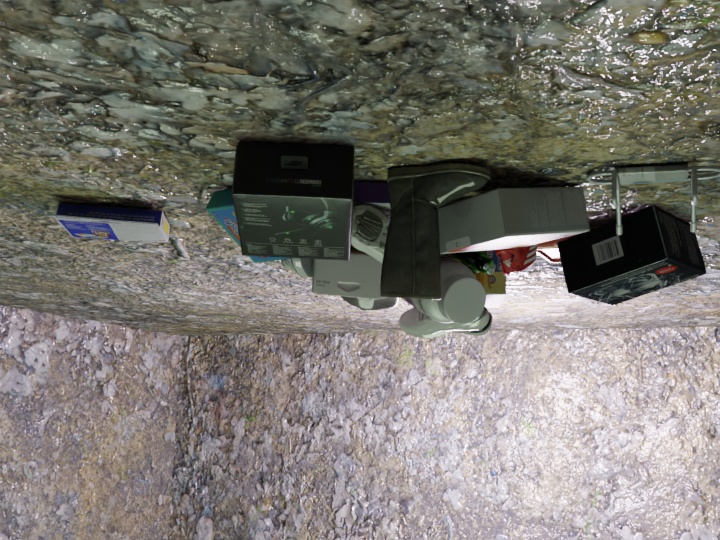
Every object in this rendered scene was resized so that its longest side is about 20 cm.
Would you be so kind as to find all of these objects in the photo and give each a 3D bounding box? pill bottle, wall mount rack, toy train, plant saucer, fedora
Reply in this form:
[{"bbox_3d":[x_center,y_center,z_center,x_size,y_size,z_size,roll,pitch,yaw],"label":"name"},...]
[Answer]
[{"bbox_3d":[0.143,0.030,1.616,0.111,0.113,0.200,6,-170,-23],"label":"pill bottle"},{"bbox_3d":[0.449,-0.109,1.374,0.198,0.075,0.174,-1,170,19],"label":"wall mount rack"},{"bbox_3d":[0.178,-0.042,1.667,0.056,0.042,0.200,29,-174,-43],"label":"toy train"},{"bbox_3d":[0.444,-0.049,1.838,0.198,0.037,0.200,-3,170,26],"label":"plant saucer"},{"bbox_3d":[0.027,0.033,2.034,0.198,0.091,0.177,8,-160,-7],"label":"fedora"}]

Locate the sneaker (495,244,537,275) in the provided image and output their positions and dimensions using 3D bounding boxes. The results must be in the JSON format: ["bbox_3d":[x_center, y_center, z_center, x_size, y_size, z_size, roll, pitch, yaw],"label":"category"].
[{"bbox_3d":[0.251,-0.055,1.601,0.198,0.117,0.078,7,168,-33],"label":"sneaker"}]

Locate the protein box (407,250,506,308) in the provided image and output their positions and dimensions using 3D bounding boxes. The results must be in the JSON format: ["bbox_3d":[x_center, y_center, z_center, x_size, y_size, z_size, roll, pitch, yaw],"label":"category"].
[{"bbox_3d":[0.195,-0.004,1.851,0.198,0.136,0.199,1,170,5],"label":"protein box"}]

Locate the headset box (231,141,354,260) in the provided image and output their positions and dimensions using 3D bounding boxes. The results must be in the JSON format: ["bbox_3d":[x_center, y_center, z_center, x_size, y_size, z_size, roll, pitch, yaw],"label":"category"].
[{"bbox_3d":[-0.096,-0.103,1.338,0.172,0.094,0.200,2,153,0],"label":"headset box"}]

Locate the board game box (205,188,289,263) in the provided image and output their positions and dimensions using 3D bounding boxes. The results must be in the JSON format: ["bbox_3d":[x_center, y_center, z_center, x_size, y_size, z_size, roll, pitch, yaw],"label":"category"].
[{"bbox_3d":[-0.145,-0.083,1.542,0.199,0.045,0.152,-5,139,36],"label":"board game box"}]

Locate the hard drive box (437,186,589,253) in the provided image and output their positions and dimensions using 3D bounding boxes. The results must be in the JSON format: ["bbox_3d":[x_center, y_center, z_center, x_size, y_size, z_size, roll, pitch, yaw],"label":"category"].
[{"bbox_3d":[0.243,-0.082,1.456,0.199,0.078,0.155,-5,174,-36],"label":"hard drive box"}]

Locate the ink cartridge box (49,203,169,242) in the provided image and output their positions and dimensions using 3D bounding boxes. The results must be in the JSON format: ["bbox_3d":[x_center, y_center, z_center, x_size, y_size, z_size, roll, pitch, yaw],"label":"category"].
[{"bbox_3d":[-0.476,-0.096,1.735,0.196,0.048,0.200,5,168,-6],"label":"ink cartridge box"}]

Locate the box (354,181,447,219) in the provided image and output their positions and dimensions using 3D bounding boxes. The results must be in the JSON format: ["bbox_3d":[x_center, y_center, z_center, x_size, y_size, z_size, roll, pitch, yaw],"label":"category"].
[{"bbox_3d":[0.044,-0.114,1.528,0.198,0.040,0.137,2,169,0],"label":"box"}]

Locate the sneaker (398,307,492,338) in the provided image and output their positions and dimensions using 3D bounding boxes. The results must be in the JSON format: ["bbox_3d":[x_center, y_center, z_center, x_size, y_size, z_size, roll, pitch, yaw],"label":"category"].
[{"bbox_3d":[0.166,0.090,1.836,0.198,0.077,0.080,-7,156,23],"label":"sneaker"}]

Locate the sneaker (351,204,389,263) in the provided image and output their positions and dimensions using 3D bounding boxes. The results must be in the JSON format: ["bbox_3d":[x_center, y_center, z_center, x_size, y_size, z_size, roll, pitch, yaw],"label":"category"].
[{"bbox_3d":[0.040,-0.048,1.526,0.200,0.078,0.099,38,168,-25],"label":"sneaker"}]

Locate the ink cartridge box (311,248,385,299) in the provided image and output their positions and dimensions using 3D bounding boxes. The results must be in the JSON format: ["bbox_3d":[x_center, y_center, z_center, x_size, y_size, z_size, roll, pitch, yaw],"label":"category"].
[{"bbox_3d":[0.000,0.000,1.748,0.145,0.084,0.200,4,-174,11],"label":"ink cartridge box"}]

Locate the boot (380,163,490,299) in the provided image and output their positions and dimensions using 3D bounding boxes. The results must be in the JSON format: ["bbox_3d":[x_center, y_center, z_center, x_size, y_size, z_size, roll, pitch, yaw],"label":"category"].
[{"bbox_3d":[0.112,-0.056,1.371,0.180,0.202,0.072,-3,169,28],"label":"boot"}]

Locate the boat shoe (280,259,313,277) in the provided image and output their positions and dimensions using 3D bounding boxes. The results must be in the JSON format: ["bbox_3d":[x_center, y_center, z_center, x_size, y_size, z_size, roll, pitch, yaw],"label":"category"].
[{"bbox_3d":[-0.120,-0.022,1.703,0.069,0.072,0.200,0,178,8],"label":"boat shoe"}]

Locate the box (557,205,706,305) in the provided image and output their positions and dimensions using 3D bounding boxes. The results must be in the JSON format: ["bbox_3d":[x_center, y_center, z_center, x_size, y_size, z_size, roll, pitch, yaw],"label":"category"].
[{"bbox_3d":[0.500,-0.022,1.660,0.199,0.105,0.181,-24,157,37],"label":"box"}]
